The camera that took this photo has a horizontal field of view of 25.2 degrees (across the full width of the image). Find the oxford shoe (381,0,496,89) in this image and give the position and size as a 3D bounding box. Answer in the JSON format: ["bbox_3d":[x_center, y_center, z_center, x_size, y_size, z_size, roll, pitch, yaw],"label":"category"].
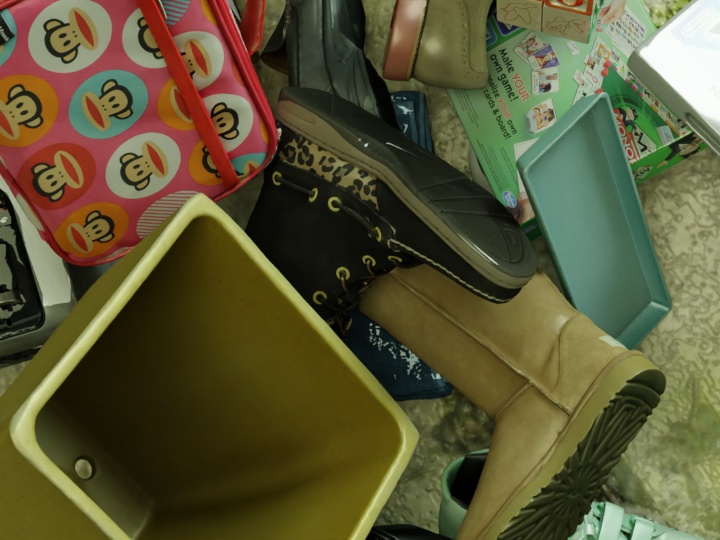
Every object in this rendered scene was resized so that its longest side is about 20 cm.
[{"bbox_3d":[0.069,-0.202,1.014,0.074,0.070,0.202,15,75,0],"label":"oxford shoe"}]

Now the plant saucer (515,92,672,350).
[{"bbox_3d":[0.139,-0.018,0.956,0.070,0.201,0.019,-44,49,-15],"label":"plant saucer"}]

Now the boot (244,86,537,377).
[{"bbox_3d":[0.000,0.000,0.941,0.200,0.073,0.151,37,113,28],"label":"boot"}]

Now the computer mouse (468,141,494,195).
[{"bbox_3d":[0.164,-0.098,1.019,0.199,0.044,0.111,-20,66,16],"label":"computer mouse"}]

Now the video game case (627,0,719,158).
[{"bbox_3d":[0.287,-0.119,0.953,0.200,0.022,0.182,-40,79,-20],"label":"video game case"}]

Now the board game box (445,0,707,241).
[{"bbox_3d":[0.118,-0.133,1.009,0.134,0.029,0.201,-27,63,12],"label":"board game box"}]

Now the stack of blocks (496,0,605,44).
[{"bbox_3d":[0.138,-0.237,0.957,0.058,0.115,0.201,16,66,13],"label":"stack of blocks"}]

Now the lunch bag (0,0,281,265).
[{"bbox_3d":[-0.129,-0.112,0.886,0.175,0.201,0.082,-29,49,-5],"label":"lunch bag"}]

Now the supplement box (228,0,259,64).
[{"bbox_3d":[-0.191,-0.171,1.018,0.196,0.200,0.134,-26,82,2],"label":"supplement box"}]

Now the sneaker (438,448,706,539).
[{"bbox_3d":[0.139,0.165,0.976,0.199,0.119,0.074,9,59,15],"label":"sneaker"}]

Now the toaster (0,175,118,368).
[{"bbox_3d":[-0.255,0.005,1.061,0.179,0.200,0.120,-15,87,6],"label":"toaster"}]

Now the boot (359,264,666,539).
[{"bbox_3d":[0.064,0.068,0.949,0.176,0.066,0.200,-52,50,3],"label":"boot"}]

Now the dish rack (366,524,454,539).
[{"bbox_3d":[0.043,0.256,0.993,0.054,0.153,0.202,-9,87,-10],"label":"dish rack"}]

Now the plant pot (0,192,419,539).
[{"bbox_3d":[-0.125,0.116,0.909,0.196,0.195,0.199,48,137,-15],"label":"plant pot"}]

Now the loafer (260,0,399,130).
[{"bbox_3d":[-0.033,-0.152,1.038,0.072,0.073,0.201,-20,60,12],"label":"loafer"}]

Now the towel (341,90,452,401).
[{"bbox_3d":[0.001,-0.012,1.059,0.111,0.049,0.202,-7,87,15],"label":"towel"}]
